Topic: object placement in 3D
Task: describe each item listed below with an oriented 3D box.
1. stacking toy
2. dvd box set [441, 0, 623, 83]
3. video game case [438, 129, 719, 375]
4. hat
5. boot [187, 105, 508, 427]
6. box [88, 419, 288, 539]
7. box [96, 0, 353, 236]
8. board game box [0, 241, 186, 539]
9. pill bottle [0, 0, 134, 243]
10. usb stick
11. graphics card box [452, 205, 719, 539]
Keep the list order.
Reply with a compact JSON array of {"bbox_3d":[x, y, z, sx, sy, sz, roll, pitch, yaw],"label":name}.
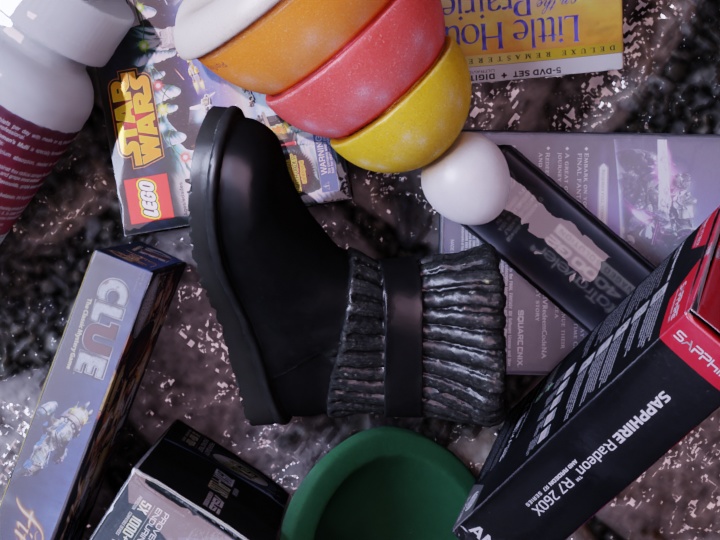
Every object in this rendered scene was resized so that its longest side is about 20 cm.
[{"bbox_3d":[0.010,-0.103,0.806,0.146,0.146,0.200,-41,109,2],"label":"stacking toy"},{"bbox_3d":[0.072,-0.204,0.834,0.145,0.029,0.202,-4,116,2],"label":"dvd box set"},{"bbox_3d":[0.145,-0.009,0.888,0.198,0.019,0.145,1,93,-1],"label":"video game case"},{"bbox_3d":[-0.033,0.203,0.897,0.166,0.175,0.200,53,50,-11],"label":"hat"},{"bbox_3d":[0.000,-0.001,0.823,0.156,0.080,0.213,-3,128,13],"label":"boot"},{"bbox_3d":[-0.130,0.198,0.829,0.086,0.164,0.201,33,92,-1],"label":"box"},{"bbox_3d":[-0.086,-0.130,0.873,0.135,0.040,0.202,-10,93,2],"label":"box"},{"bbox_3d":[-0.155,0.085,0.837,0.034,0.135,0.202,21,94,-1],"label":"board game box"},{"bbox_3d":[-0.216,-0.085,0.827,0.109,0.110,0.201,38,103,-1],"label":"pill bottle"},{"bbox_3d":[0.138,0.006,0.865,0.200,0.033,0.056,40,102,-2],"label":"usb stick"},{"bbox_3d":[0.137,0.066,0.797,0.051,0.126,0.200,40,124,-3],"label":"graphics card box"}]
